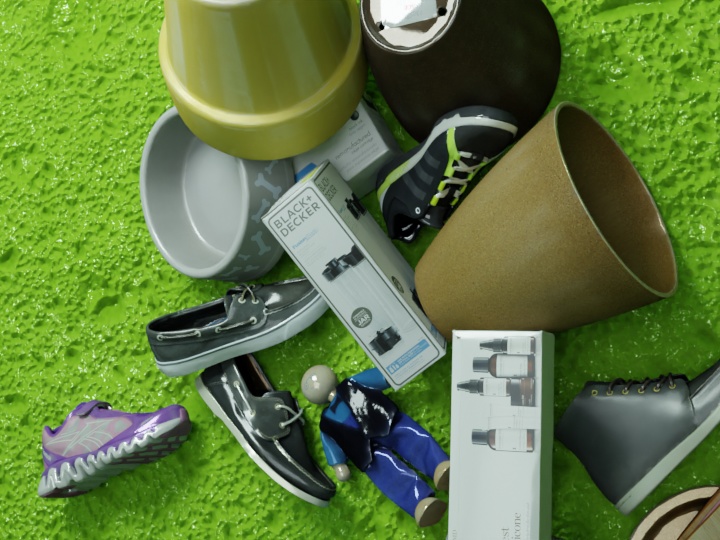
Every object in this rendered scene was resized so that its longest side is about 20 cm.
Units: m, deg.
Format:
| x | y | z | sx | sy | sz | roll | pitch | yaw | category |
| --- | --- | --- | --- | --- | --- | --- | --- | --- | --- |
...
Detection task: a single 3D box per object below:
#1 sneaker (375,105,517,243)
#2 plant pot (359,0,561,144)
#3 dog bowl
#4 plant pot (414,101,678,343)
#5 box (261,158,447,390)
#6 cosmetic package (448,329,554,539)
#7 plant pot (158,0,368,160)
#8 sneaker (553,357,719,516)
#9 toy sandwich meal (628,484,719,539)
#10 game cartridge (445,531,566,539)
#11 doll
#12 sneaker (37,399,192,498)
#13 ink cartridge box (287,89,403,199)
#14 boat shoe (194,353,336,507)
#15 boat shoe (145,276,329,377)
| x | y | z | sx | sy | sz | roll | pitch | yaw | category |
| --- | --- | --- | --- | --- | --- | --- | --- | --- | --- |
| 0.082 | -0.081 | 0.965 | 0.199 | 0.071 | 0.084 | -36 | 53 | 54 | sneaker |
| 0.075 | -0.218 | 0.945 | 0.183 | 0.199 | 0.191 | -2 | 83 | 22 | plant pot |
| -0.155 | -0.083 | 1.062 | 0.198 | 0.058 | 0.205 | 10 | 104 | 41 | dog bowl |
| 0.150 | -0.016 | 0.920 | 0.199 | 0.185 | 0.189 | -33 | 73 | 30 | plant pot |
| 0.000 | 0.000 | 0.960 | 0.060 | 0.117 | 0.201 | -36 | 97 | 15 | box |
| 0.118 | 0.154 | 0.865 | 0.081 | 0.050 | 0.205 | -2 | 83 | 25 | cosmetic package |
| -0.097 | -0.234 | 0.929 | 0.196 | 0.190 | 0.205 | -2 | 65 | 4 | plant pot |
| 0.262 | 0.109 | 0.903 | 0.106 | 0.075 | 0.201 | 43 | 102 | 17 | sneaker |
| 0.315 | 0.275 | 0.868 | 0.201 | 0.070 | 0.210 | -2 | 84 | 22 | toy sandwich meal |
| 0.120 | 0.323 | 0.884 | 0.127 | 0.038 | 0.204 | 11 | 87 | 20 | game cartridge |
| 0.015 | 0.154 | 1.001 | 0.199 | 0.048 | 0.138 | 35 | 104 | 35 | doll |
| -0.276 | 0.178 | 1.116 | 0.197 | 0.080 | 0.090 | -25 | 69 | 19 | sneaker |
| -0.052 | -0.166 | 1.062 | 0.115 | 0.068 | 0.202 | -34 | 73 | 15 | ink cartridge box |
| -0.090 | 0.155 | 1.042 | 0.068 | 0.072 | 0.200 | -48 | 65 | 8 | boat shoe |
| -0.124 | 0.047 | 1.044 | 0.197 | 0.057 | 0.069 | -23 | 31 | 1 | boat shoe |
